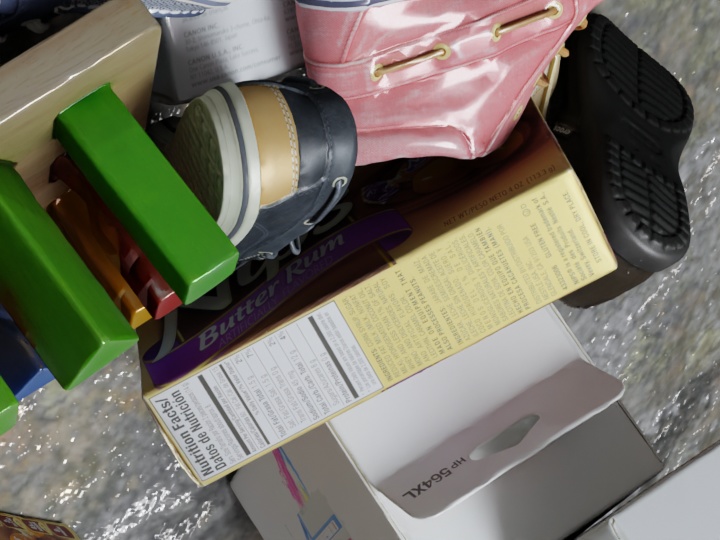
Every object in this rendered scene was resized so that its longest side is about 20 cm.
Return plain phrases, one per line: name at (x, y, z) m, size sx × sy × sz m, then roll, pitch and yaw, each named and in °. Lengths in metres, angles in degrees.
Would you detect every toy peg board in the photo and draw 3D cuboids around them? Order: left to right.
toy peg board at (-0.143, 0.024, 0.808) m, size 0.199 × 0.098 × 0.199 m, roll -34°, pitch 169°, yaw -19°

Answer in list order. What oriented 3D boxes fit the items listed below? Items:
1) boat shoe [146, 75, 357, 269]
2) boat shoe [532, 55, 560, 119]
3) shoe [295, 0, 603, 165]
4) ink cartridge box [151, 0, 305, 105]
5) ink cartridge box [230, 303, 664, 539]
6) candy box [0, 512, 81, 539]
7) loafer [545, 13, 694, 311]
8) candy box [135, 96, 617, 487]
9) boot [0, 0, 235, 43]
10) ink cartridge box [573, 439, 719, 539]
boat shoe at (-0.047, -0.035, 0.869) m, size 0.062 × 0.200 × 0.075 m, roll -11°, pitch 85°, yaw -16°
boat shoe at (0.058, -0.098, 1.007) m, size 0.069 × 0.073 × 0.201 m, roll -17°, pitch 133°, yaw -51°
shoe at (0.063, -0.107, 0.905) m, size 0.199 × 0.071 × 0.092 m, roll -17°, pitch 117°, yaw -24°
ink cartridge box at (-0.031, -0.185, 0.880) m, size 0.162 × 0.057 × 0.202 m, roll -21°, pitch 112°, yaw -32°
ink cartridge box at (0.038, 0.092, 1.019) m, size 0.128 × 0.126 × 0.200 m, roll -31°, pitch 169°, yaw -23°
candy box at (-0.178, 0.149, 0.927) m, size 0.199 × 0.115 × 0.056 m, roll 21°, pitch 105°, yaw -50°
loafer at (0.109, -0.054, 1.026) m, size 0.073 × 0.201 × 0.071 m, roll 38°, pitch 120°, yaw -15°
candy box at (0.000, 0.000, 0.929) m, size 0.199 × 0.117 × 0.057 m, roll -27°, pitch 118°, yaw 5°
boot at (-0.141, -0.107, 0.787) m, size 0.198 × 0.073 × 0.091 m, roll 13°, pitch 118°, yaw -27°
ink cartridge box at (0.124, 0.153, 0.981) m, size 0.144 × 0.084 × 0.200 m, roll -27°, pitch 168°, yaw -40°
